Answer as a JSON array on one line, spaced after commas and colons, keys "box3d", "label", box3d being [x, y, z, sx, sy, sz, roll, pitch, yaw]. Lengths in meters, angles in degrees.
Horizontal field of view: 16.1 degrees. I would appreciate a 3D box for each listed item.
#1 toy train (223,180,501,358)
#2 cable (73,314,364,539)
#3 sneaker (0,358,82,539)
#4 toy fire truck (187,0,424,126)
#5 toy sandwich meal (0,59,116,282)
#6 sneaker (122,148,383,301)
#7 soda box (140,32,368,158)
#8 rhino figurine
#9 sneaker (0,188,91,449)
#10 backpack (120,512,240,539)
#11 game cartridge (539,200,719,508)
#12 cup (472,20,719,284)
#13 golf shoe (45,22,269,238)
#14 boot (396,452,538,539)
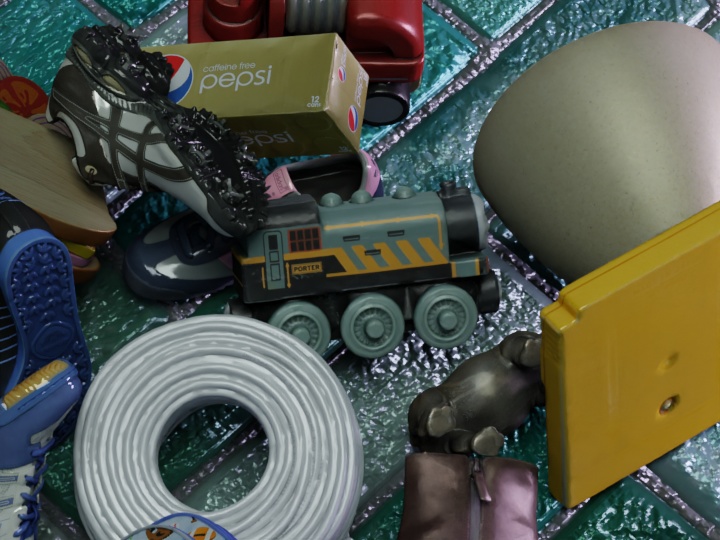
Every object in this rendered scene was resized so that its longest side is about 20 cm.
[{"box3d": [0.000, 0.000, 1.787, 0.199, 0.085, 0.114, -7, 102, -8], "label": "toy train"}, {"box3d": [-0.097, 0.129, 1.709, 0.199, 0.069, 0.201, 0, 79, 5], "label": "cable"}, {"box3d": [-0.233, 0.145, 1.679, 0.088, 0.200, 0.075, 44, 23, 6], "label": "sneaker"}, {"box3d": [-0.039, -0.213, 1.865, 0.175, 0.200, 0.129, 0, 60, -3], "label": "toy fire truck"}, {"box3d": [-0.244, -0.085, 1.802, 0.205, 0.070, 0.206, 31, 36, -26], "label": "toy sandwich meal"}, {"box3d": [-0.078, -0.041, 1.831, 0.199, 0.082, 0.070, -20, 63, -14], "label": "sneaker"}, {"box3d": [-0.099, -0.121, 1.826, 0.199, 0.068, 0.064, -3, 65, 22], "label": "soda box"}, {"box3d": [0.115, 0.072, 1.777, 0.200, 0.087, 0.060, -32, 96, -21], "label": "rhino figurine"}, {"box3d": [-0.230, 0.033, 1.722, 0.070, 0.201, 0.078, -20, 46, -27], "label": "sneaker"}, {"box3d": [-0.109, 0.246, 1.566, 0.200, 0.154, 0.190, -43, 33, -5], "label": "backpack"}, {"box3d": [0.199, 0.053, 1.723, 0.176, 0.200, 0.032, -28, 49, -19], "label": "game cartridge"}, {"box3d": [0.194, -0.052, 1.772, 0.199, 0.201, 0.144, -14, 52, -11], "label": "cup"}, {"box3d": [-0.142, -0.079, 1.765, 0.200, 0.095, 0.078, 49, 26, 25], "label": "golf shoe"}, {"box3d": [0.032, 0.205, 1.687, 0.199, 0.072, 0.167, 2, 70, -17], "label": "boot"}]
